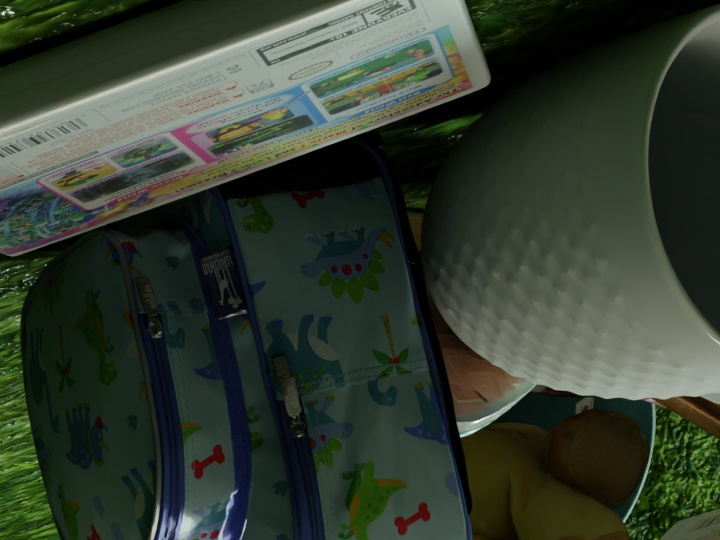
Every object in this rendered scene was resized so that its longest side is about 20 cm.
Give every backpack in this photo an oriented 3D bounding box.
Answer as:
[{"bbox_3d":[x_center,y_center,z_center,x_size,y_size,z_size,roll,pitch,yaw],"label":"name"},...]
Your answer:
[{"bbox_3d":[-0.052,0.064,0.976,0.146,0.201,0.183,-13,171,-28],"label":"backpack"}]

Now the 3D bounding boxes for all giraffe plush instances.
[{"bbox_3d":[0.054,0.115,1.331,0.161,0.201,0.173,23,125,-14],"label":"giraffe plush"}]

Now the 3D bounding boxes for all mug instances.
[{"bbox_3d":[0.129,-0.004,0.977,0.175,0.200,0.148,-14,-138,53],"label":"mug"}]

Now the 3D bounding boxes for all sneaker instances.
[{"bbox_3d":[0.048,0.026,1.092,0.080,0.071,0.200,-48,-175,37],"label":"sneaker"}]

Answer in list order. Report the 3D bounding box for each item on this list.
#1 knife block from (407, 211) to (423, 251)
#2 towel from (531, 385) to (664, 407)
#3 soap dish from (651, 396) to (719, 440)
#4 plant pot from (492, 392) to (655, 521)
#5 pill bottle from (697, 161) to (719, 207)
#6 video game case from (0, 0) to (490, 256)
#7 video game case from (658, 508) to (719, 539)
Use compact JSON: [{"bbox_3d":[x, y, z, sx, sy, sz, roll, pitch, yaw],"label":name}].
[{"bbox_3d":[0.000,0.000,1.190,0.064,0.176,0.201,-20,-144,22],"label":"knife block"},{"bbox_3d":[0.090,0.045,1.376,0.144,0.023,0.200,26,-170,32],"label":"towel"},{"bbox_3d":[0.220,0.024,1.243,0.199,0.081,0.157,30,123,-19],"label":"soap dish"},{"bbox_3d":[0.079,0.102,1.589,0.199,0.201,0.135,-13,-160,-29],"label":"plant pot"},{"bbox_3d":[0.195,-0.051,1.061,0.109,0.110,0.200,-11,169,-36],"label":"pill bottle"},{"bbox_3d":[-0.057,-0.057,0.809,0.199,0.024,0.182,-20,171,4],"label":"video game case"},{"bbox_3d":[0.192,0.190,1.312,0.181,0.046,0.200,-36,-177,-32],"label":"video game case"}]
